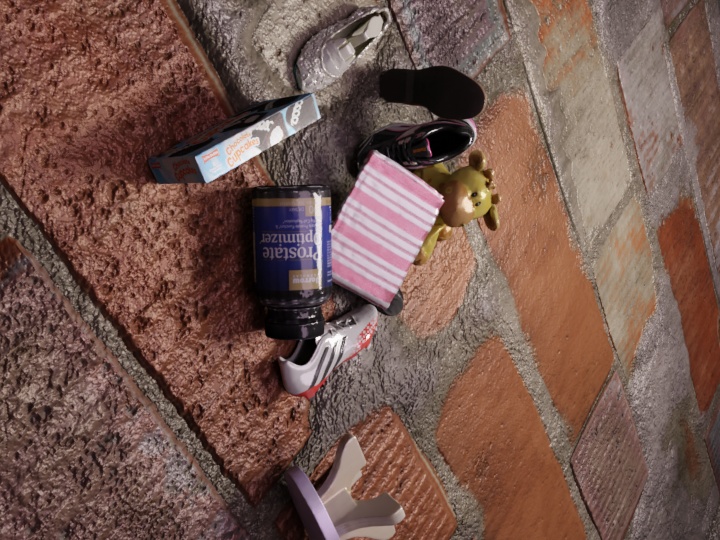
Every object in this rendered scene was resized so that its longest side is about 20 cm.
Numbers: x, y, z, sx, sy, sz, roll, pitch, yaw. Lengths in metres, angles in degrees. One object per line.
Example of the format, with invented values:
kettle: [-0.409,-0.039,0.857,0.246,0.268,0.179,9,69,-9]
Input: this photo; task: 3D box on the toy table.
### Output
toy table: [-0.025,0.350,1.049,0.115,0.183,0.204,-29,123,-21]

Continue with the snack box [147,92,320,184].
snack box: [-0.156,-0.166,0.891,0.199,0.114,0.038,-39,119,-36]

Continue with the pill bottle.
pill bottle: [-0.092,-0.014,0.973,0.110,0.110,0.206,-7,99,-44]

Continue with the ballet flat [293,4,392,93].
ballet flat: [-0.021,-0.338,1.049,0.201,0.071,0.073,-50,126,-29]

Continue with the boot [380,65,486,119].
boot: [0.126,-0.281,1.110,0.074,0.198,0.076,-6,113,-46]

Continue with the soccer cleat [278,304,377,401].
soccer cleat: [-0.045,0.105,1.065,0.200,0.068,0.087,-43,126,-29]

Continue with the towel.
towel: [0.027,-0.060,1.076,0.144,0.030,0.203,29,89,-19]

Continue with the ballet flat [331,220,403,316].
ballet flat: [0.000,0.000,1.124,0.066,0.057,0.201,-42,119,-7]

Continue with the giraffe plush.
giraffe plush: [0.147,-0.114,1.170,0.173,0.160,0.203,46,63,-37]

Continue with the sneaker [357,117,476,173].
sneaker: [0.084,-0.192,1.089,0.087,0.195,0.082,-77,146,-72]
